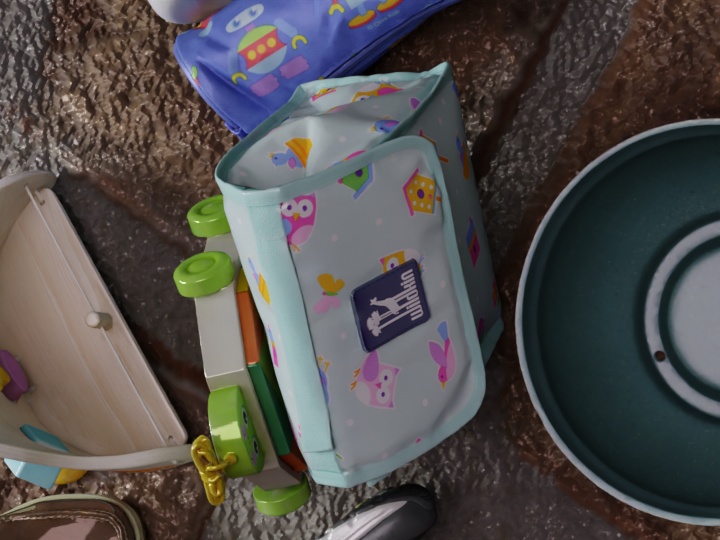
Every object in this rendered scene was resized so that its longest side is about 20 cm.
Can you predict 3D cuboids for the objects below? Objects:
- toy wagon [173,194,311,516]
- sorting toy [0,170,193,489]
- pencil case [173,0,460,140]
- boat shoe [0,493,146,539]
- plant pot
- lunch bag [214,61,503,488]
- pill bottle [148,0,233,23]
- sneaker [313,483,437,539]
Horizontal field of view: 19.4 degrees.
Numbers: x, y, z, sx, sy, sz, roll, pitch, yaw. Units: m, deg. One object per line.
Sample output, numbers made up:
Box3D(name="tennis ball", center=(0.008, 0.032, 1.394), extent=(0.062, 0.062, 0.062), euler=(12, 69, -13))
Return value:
Box3D(name="toy wagon", center=(-0.059, 0.057, 1.152), extent=(0.039, 0.200, 0.156), euler=(-14, 116, 9))
Box3D(name="sorting toy", center=(-0.206, 0.048, 1.212), extent=(0.106, 0.180, 0.201), euler=(-33, 79, 14))
Box3D(name="pencil case", center=(-0.011, -0.149, 1.205), extent=(0.199, 0.078, 0.087), euler=(-34, 72, 14))
Box3D(name="boat shoe", center=(-0.228, 0.186, 1.271), extent=(0.201, 0.075, 0.075), euler=(-19, 83, 17))
Box3D(name="plant pot", center=(0.194, 0.026, 1.105), extent=(0.199, 0.134, 0.202), euler=(0, 89, 18))
Box3D(name="lunch bag", center=(0.000, 0.000, 1.111), extent=(0.121, 0.200, 0.172), euler=(-6, 110, 18))
Box3D(name="pill bottle", center=(-0.119, -0.252, 1.226), extent=(0.110, 0.111, 0.201), euler=(-35, 79, 14))
Box3D(name="sneaker", center=(-0.015, 0.204, 1.210), extent=(0.085, 0.074, 0.200), euler=(46, 111, 8))
